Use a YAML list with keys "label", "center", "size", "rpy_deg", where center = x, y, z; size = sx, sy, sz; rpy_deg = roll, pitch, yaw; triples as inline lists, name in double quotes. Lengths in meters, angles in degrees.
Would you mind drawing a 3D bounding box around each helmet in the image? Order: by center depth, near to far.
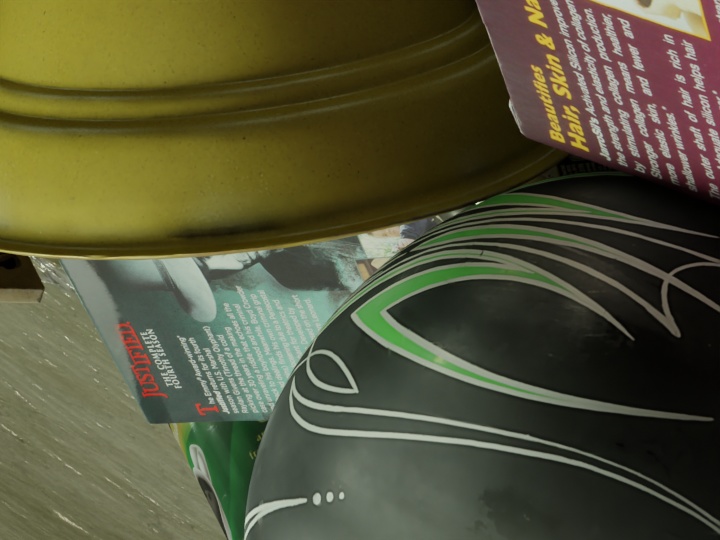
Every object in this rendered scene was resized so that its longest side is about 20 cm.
- label: "helmet"
  center: [0.064, 0.070, 0.656]
  size: [0.190, 0.200, 0.200]
  rpy_deg: [35, 161, 17]

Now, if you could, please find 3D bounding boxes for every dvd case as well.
- label: "dvd case"
  center: [0.000, 0.000, 0.848]
  size: [0.199, 0.022, 0.146]
  rpy_deg: [-5, 141, 16]

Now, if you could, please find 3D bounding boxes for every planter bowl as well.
- label: "planter bowl"
  center: [-0.038, -0.072, 0.730]
  size: [0.200, 0.200, 0.084]
  rpy_deg: [12, 115, 47]

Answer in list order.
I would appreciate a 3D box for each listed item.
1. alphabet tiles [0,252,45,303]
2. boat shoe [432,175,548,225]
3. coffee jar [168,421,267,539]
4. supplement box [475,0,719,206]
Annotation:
- label: "alphabet tiles"
  center: [-0.173, -0.051, 0.783]
  size: [0.166, 0.008, 0.200]
  rpy_deg: [2, -145, -30]
- label: "boat shoe"
  center: [0.088, 0.029, 0.787]
  size: [0.199, 0.057, 0.067]
  rpy_deg: [30, -161, -29]
- label: "coffee jar"
  center: [-0.014, 0.094, 1.029]
  size: [0.201, 0.085, 0.104]
  rpy_deg: [60, 172, 24]
- label: "supplement box"
  center: [0.124, -0.062, 0.556]
  size: [0.199, 0.086, 0.111]
  rpy_deg: [22, 157, 30]
